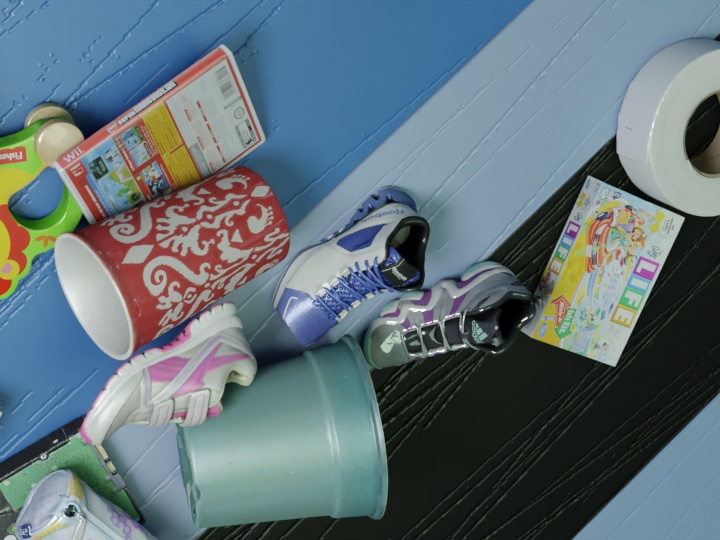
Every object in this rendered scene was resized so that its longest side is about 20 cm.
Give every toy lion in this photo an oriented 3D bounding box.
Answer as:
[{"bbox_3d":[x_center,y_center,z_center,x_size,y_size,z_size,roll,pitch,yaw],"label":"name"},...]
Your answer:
[{"bbox_3d":[-0.362,-0.051,1.317,0.200,0.069,0.192,-11,119,-21],"label":"toy lion"}]

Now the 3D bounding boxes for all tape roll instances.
[{"bbox_3d":[0.402,-0.168,1.609,0.202,0.071,0.203,-8,111,-22],"label":"tape roll"}]

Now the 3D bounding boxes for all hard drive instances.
[{"bbox_3d":[-0.344,0.259,1.441,0.200,0.038,0.140,-31,118,-11],"label":"hard drive"}]

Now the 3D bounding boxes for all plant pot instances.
[{"bbox_3d":[-0.091,0.182,1.450,0.196,0.200,0.201,-9,111,-13],"label":"plant pot"}]

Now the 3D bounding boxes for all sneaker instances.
[{"bbox_3d":[-0.180,0.115,1.339,0.200,0.081,0.088,-35,83,-23],"label":"sneaker"},{"bbox_3d":[0.108,0.063,1.517,0.200,0.140,0.078,-31,118,-12],"label":"sneaker"},{"bbox_3d":[0.001,-0.001,1.461,0.199,0.115,0.081,-45,118,-4],"label":"sneaker"}]

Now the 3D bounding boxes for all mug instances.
[{"bbox_3d":[-0.190,-0.015,1.364,0.200,0.177,0.134,-29,101,-30],"label":"mug"}]

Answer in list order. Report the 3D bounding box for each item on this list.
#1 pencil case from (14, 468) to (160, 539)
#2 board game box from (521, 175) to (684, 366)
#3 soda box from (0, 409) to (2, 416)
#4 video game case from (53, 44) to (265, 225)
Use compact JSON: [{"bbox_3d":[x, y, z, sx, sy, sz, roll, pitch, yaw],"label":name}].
[{"bbox_3d":[-0.259,0.285,1.417,0.200,0.091,0.083,45,47,-31],"label":"pencil case"},{"bbox_3d":[0.288,0.003,1.638,0.134,0.034,0.200,19,99,-29],"label":"board game box"},{"bbox_3d":[-0.454,0.119,1.328,0.200,0.063,0.068,26,97,-29],"label":"soda box"},{"bbox_3d":[-0.191,-0.117,1.346,0.200,0.017,0.143,-37,148,-12],"label":"video game case"}]
